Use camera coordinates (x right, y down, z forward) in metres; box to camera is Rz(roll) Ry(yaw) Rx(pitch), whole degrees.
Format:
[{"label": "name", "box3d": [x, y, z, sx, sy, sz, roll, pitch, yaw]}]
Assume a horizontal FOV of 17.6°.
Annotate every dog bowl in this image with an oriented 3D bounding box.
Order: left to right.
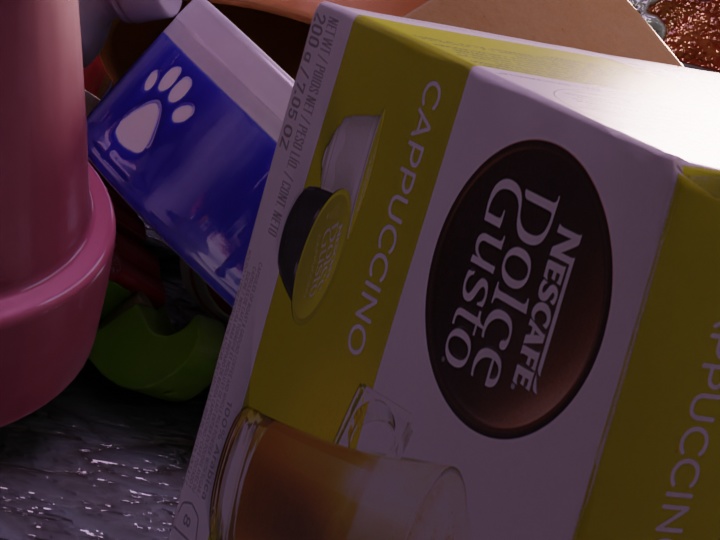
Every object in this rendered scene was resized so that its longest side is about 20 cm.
[{"label": "dog bowl", "box3d": [-0.021, -0.017, 0.962, 0.200, 0.079, 0.200, 43, 1, -1]}]

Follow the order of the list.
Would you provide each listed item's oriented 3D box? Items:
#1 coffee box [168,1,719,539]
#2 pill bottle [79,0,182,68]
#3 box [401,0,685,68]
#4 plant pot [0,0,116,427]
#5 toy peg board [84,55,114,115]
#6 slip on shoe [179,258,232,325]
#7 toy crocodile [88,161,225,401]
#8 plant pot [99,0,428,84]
[{"label": "coffee box", "box3d": [0.089, 0.047, 0.713, 0.200, 0.200, 0.198, 8, 14, -32]}, {"label": "pill bottle", "box3d": [-0.179, -0.128, 0.968, 0.200, 0.113, 0.112, -8, 9, 9]}, {"label": "box", "box3d": [0.092, -0.060, 0.996, 0.164, 0.021, 0.200, 50, 36, 1]}, {"label": "plant pot", "box3d": [-0.179, -0.064, 0.832, 0.200, 0.179, 0.200, 11, 30, -6]}, {"label": "toy peg board", "box3d": [-0.170, -0.117, 1.207, 0.200, 0.098, 0.199, 15, -11, 38]}, {"label": "slip on shoe", "box3d": [0.000, 0.000, 1.122, 0.200, 0.074, 0.061, 11, -12, -38]}, {"label": "toy crocodile", "box3d": [-0.120, -0.019, 0.986, 0.067, 0.062, 0.200, 34, 19, -49]}, {"label": "plant pot", "box3d": [-0.007, -0.132, 1.101, 0.200, 0.140, 0.200, 18, -21, 7]}]
